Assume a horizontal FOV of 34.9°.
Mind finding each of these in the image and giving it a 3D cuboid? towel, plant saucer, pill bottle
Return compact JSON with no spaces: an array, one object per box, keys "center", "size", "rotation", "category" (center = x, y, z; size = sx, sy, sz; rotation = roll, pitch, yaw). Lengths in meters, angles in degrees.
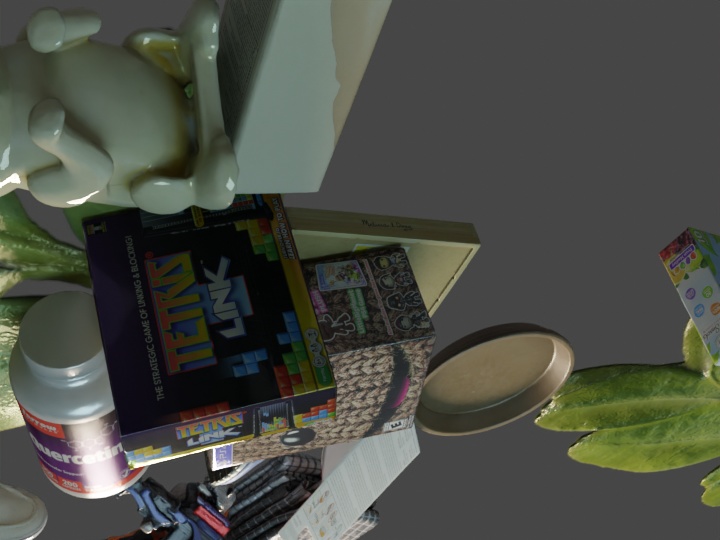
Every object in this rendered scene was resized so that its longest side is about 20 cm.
[{"center":[-0.089,0.309,1.373],"size":[0.199,0.086,0.165],"rotation":[-38,142,23],"category":"towel"},{"center":[0.144,0.120,1.287],"size":[0.197,0.030,0.201],"rotation":[-14,144,-10],"category":"plant saucer"},{"center":[-0.244,0.109,1.010],"size":[0.111,0.113,0.201],"rotation":[-12,144,-11],"category":"pill bottle"}]

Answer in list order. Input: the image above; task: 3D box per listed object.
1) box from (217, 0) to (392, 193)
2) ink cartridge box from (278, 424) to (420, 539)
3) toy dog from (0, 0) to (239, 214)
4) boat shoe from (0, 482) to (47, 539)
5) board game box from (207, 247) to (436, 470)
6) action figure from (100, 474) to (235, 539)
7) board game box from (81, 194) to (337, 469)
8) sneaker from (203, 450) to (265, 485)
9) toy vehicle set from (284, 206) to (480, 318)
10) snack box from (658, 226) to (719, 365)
[{"center":[-0.048,-0.153,0.778],"size":[0.077,0.096,0.201],"rotation":[-2,142,-24],"category":"box"},{"center":[-0.020,0.221,1.245],"size":[0.200,0.057,0.163],"rotation":[-41,151,-16],"category":"ink cartridge box"},{"center":[-0.201,-0.104,0.756],"size":[0.197,0.142,0.193],"rotation":[-3,178,-25],"category":"toy dog"},{"center":[-0.399,0.228,1.134],"size":[0.198,0.072,0.070],"rotation":[17,134,-32],"category":"boat shoe"},{"center":[-0.048,0.081,1.034],"size":[0.197,0.098,0.160],"rotation":[-10,144,-14],"category":"board game box"},{"center":[-0.227,0.279,1.292],"size":[0.192,0.105,0.201],"rotation":[-33,113,8],"category":"action figure"},{"center":[-0.121,0.037,0.898],"size":[0.163,0.202,0.057],"rotation":[-12,146,-12],"category":"board game box"},{"center":[-0.085,0.165,1.191],"size":[0.199,0.079,0.089],"rotation":[-39,138,24],"category":"sneaker"},{"center":[0.000,0.000,1.058],"size":[0.197,0.027,0.125],"rotation":[4,139,-29],"category":"toy vehicle set"},{"center":[0.422,0.039,1.216],"size":[0.198,0.143,0.053],"rotation":[11,135,-36],"category":"snack box"}]
